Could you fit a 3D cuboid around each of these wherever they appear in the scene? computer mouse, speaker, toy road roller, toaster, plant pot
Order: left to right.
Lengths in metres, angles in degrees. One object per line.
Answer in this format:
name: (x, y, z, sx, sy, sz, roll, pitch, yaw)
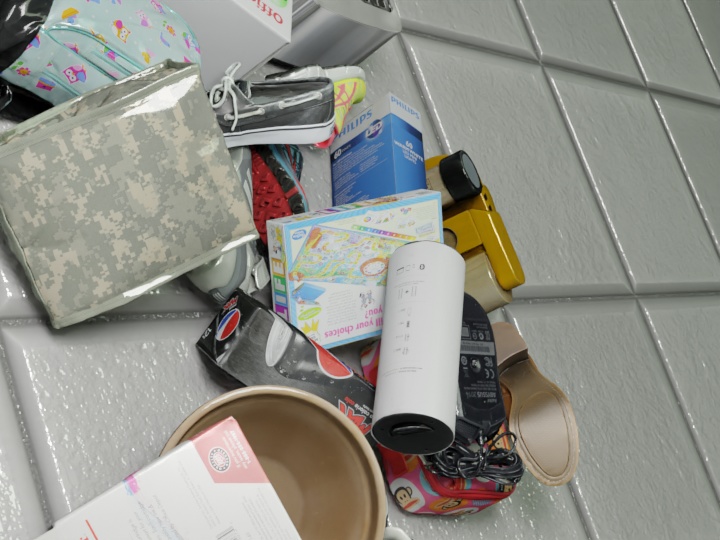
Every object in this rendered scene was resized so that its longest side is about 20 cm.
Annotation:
plant pot: (-0.084, 0.200, 1.142, 0.198, 0.093, 0.204, 2, 82, -14)
toaster: (-0.062, -0.327, 1.575, 0.180, 0.118, 0.202, 7, 61, -50)
speaker: (0.057, 0.074, 1.304, 0.081, 0.081, 0.202, 35, 45, -33)
computer mouse: (0.099, 0.121, 1.390, 0.137, 0.052, 0.203, 12, 65, -42)
toy road roller: (0.118, -0.040, 1.604, 0.146, 0.122, 0.202, 2, 65, -68)

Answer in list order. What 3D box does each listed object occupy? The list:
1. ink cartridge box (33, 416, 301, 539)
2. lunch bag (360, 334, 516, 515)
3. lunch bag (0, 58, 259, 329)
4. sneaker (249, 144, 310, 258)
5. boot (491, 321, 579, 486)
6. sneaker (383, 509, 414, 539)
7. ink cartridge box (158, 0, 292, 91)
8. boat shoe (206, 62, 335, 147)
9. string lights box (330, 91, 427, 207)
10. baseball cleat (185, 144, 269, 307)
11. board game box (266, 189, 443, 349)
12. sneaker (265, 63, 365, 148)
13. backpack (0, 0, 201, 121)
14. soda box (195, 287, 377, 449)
ink cartridge box: (-0.160, 0.214, 1.040, 0.199, 0.067, 0.117, -29, 89, -17)
lunch bag: (0.073, 0.158, 1.437, 0.175, 0.082, 0.202, 11, 56, -45)
lunch bag: (-0.210, -0.065, 1.141, 0.198, 0.117, 0.166, -26, 110, -19)
sneaker: (-0.082, -0.099, 1.416, 0.095, 0.079, 0.202, -4, 69, -56)
boot: (0.190, 0.168, 1.537, 0.201, 0.076, 0.156, 61, -5, 25)
sneaker: (0.019, 0.255, 1.242, 0.080, 0.129, 0.200, 51, 34, -14)
ink cartridge box: (-0.166, -0.305, 1.394, 0.146, 0.145, 0.202, 31, 44, -36)
boat shoe: (-0.122, -0.162, 1.326, 0.196, 0.069, 0.074, 0, 38, -4)
string lights box: (0.021, -0.090, 1.523, 0.059, 0.102, 0.202, 27, 46, -37)
baseball cleat: (-0.131, -0.045, 1.338, 0.107, 0.069, 0.202, 53, 33, -41)
board game box: (0.000, 0.000, 1.377, 0.198, 0.034, 0.136, -13, 105, -34)
sneaker: (-0.046, -0.184, 1.533, 0.200, 0.077, 0.092, -21, 98, -64)
backpack: (-0.246, -0.201, 1.227, 0.199, 0.126, 0.168, 31, 43, -33)
soda box: (-0.057, 0.102, 1.289, 0.199, 0.071, 0.063, 38, -1, -32)
